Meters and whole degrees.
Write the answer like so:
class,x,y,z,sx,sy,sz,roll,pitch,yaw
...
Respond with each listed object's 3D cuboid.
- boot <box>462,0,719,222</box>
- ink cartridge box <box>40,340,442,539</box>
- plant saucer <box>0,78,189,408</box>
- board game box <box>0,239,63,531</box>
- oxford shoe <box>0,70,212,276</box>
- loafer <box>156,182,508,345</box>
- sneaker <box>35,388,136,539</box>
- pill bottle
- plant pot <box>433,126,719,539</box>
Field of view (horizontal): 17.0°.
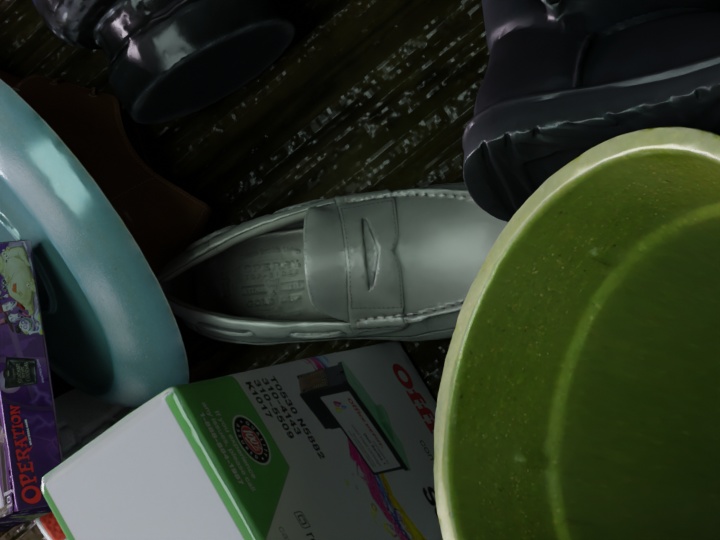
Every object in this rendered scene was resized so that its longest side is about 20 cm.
class,x,y,z,sx,sy,sz,roll,pitch,yaw
boot,0.135,-0.107,0.935,0.200,0.076,0.168,-8,50,18
ink cartridge box,-0.021,0.117,1.021,0.084,0.200,0.145,-36,78,25
plant saucer,-0.153,-0.012,1.107,0.200,0.027,0.200,42,156,24
board game box,-0.178,0.062,1.131,0.200,0.032,0.120,151,115,-68
oxford shoe,-0.149,-0.067,1.162,0.200,0.071,0.071,42,88,19
loafer,0.000,0.000,1.066,0.200,0.070,0.070,-13,81,30
sneaker,-0.100,0.140,1.142,0.077,0.082,0.200,-29,52,-11
pill bottle,-0.114,-0.172,1.090,0.112,0.112,0.200,-35,78,29
plant pot,0.162,0.065,0.894,0.200,0.190,0.200,-21,62,48
